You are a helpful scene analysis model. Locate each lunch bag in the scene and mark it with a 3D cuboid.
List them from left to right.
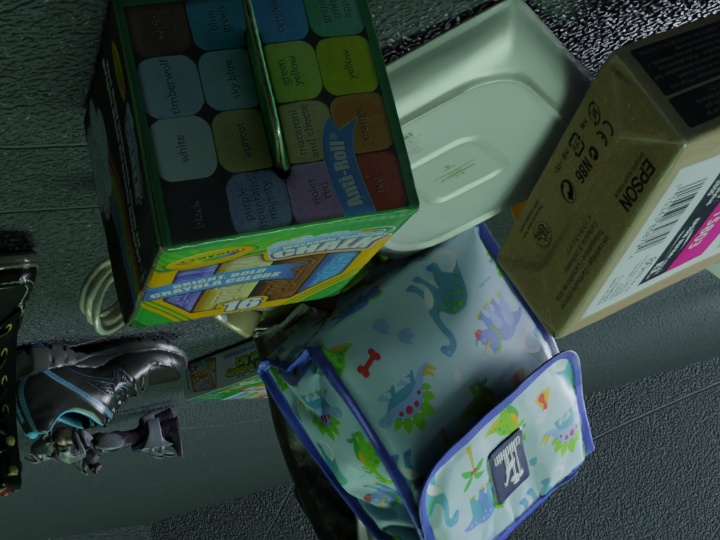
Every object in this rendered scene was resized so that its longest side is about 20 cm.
[{"bbox_3d":[0.026,0.122,1.082,0.162,0.203,0.117,-7,164,-34],"label":"lunch bag"},{"bbox_3d":[0.057,0.095,0.964,0.169,0.201,0.127,-37,-170,-27],"label":"lunch bag"}]

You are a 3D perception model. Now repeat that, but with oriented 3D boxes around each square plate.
[{"bbox_3d":[0.051,-0.069,0.848,0.198,0.029,0.198,-27,153,22],"label":"square plate"}]

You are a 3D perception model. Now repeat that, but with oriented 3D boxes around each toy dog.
[{"bbox_3d":[-0.077,-0.010,0.898,0.096,0.133,0.199,24,-167,24],"label":"toy dog"}]

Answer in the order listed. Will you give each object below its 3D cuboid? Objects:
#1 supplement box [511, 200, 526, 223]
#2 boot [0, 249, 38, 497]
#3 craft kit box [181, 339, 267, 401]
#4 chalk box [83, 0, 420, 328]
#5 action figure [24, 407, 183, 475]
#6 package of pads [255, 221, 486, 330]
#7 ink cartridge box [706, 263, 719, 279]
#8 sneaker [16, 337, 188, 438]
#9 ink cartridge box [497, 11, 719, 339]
[{"bbox_3d":[0.227,-0.040,1.196,0.125,0.075,0.199,-20,166,27],"label":"supplement box"},{"bbox_3d":[-0.265,0.079,0.993,0.073,0.156,0.203,-6,166,-32],"label":"boot"},{"bbox_3d":[-0.068,0.101,1.589,0.196,0.049,0.199,-25,164,32],"label":"craft kit box"},{"bbox_3d":[-0.054,-0.061,0.667,0.122,0.127,0.200,-9,168,-19],"label":"chalk box"},{"bbox_3d":[-0.330,0.222,1.787,0.197,0.070,0.130,-8,172,-12],"label":"action figure"},{"bbox_3d":[0.000,0.000,1.143,0.153,0.069,0.199,-22,164,30],"label":"package of pads"},{"bbox_3d":[0.320,-0.057,1.085,0.143,0.085,0.199,-8,162,29],"label":"ink cartridge box"},{"bbox_3d":[-0.250,0.113,1.342,0.198,0.083,0.073,-4,163,-42],"label":"sneaker"},{"bbox_3d":[0.192,-0.063,0.854,0.163,0.075,0.201,-21,154,-28],"label":"ink cartridge box"}]
